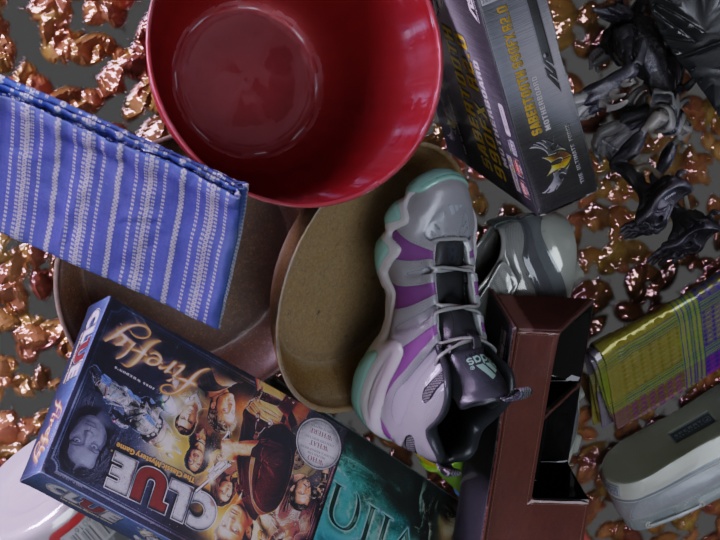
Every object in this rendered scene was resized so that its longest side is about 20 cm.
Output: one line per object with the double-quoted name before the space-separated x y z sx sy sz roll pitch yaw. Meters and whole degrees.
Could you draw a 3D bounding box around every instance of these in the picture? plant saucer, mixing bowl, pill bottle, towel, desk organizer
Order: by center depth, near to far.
"towel" -0.172 -0.043 1.538 0.200 0.024 0.145 24 141 7
"mixing bowl" -0.059 -0.132 1.570 0.200 0.108 0.200 3 82 -22
"plant saucer" -0.115 -0.005 1.654 0.200 0.037 0.201 -6 111 -17
"plant saucer" 0.000 0.000 1.661 0.200 0.035 0.200 -29 132 -39
"pill bottle" -0.167 0.212 1.672 0.114 0.114 0.200 -38 118 -3
"desk organizer" 0.121 0.120 1.692 0.077 0.072 0.200 3 111 -12
"towel" 0.251 0.040 1.774 0.200 0.023 0.144 -32 152 -5

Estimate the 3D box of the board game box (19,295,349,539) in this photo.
"board game box" -0.114 0.124 1.613 0.200 0.035 0.136 30 61 -22

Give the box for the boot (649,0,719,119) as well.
"boot" 0.255 -0.168 1.661 0.073 0.162 0.198 -25 105 16

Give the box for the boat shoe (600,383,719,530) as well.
"boat shoe" 0.280 0.136 1.838 0.201 0.070 0.072 -25 126 -5

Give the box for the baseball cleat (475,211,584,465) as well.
"baseball cleat" 0.109 0.056 1.740 0.106 0.070 0.200 -6 101 -27

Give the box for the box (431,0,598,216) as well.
"box" 0.082 -0.152 1.603 0.048 0.158 0.200 -23 116 -13

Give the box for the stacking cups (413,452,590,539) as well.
"stacking cups" 0.103 0.159 1.779 0.061 0.061 0.200 -46 117 1

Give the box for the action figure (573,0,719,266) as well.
"action figure" 0.186 -0.109 1.680 0.102 0.200 0.119 -24 151 29

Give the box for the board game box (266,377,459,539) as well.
"board game box" -0.014 0.183 1.719 0.200 0.028 0.135 35 57 -29

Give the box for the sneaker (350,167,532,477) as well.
"sneaker" 0.069 0.042 1.615 0.078 0.140 0.200 -8 118 -34
